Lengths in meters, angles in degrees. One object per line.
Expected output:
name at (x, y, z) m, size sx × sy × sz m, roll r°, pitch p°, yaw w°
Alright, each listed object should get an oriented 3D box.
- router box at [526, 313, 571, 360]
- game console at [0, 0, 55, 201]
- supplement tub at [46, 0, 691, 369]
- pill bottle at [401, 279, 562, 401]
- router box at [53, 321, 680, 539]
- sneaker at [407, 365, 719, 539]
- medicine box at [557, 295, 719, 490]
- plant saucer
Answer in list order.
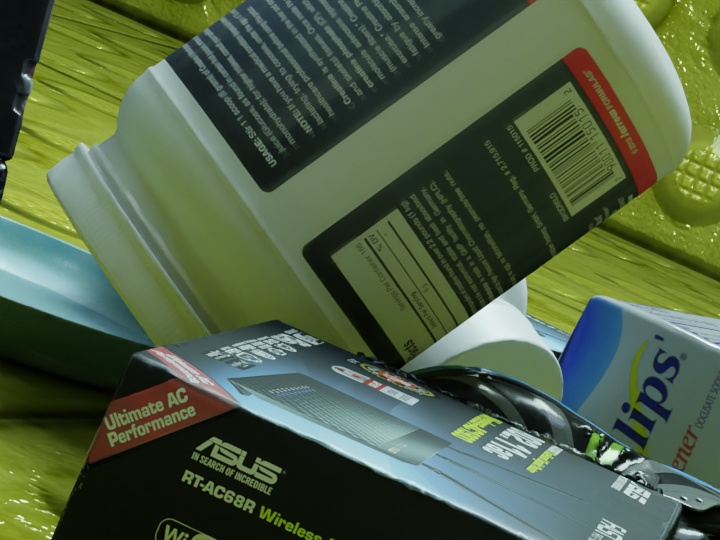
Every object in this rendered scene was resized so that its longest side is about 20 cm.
router box at (0.014, 0.029, 1.335) m, size 0.200 × 0.062 × 0.150 m, roll 27°, pitch 6°, yaw 36°
game console at (-0.221, -0.087, 1.048) m, size 0.200 × 0.119 × 0.172 m, roll 13°, pitch 13°, yaw -3°
supplement tub at (0.004, -0.043, 1.022) m, size 0.140 × 0.200 × 0.140 m, roll 54°, pitch -1°, yaw 1°
pill bottle at (0.000, 0.000, 1.183) m, size 0.112 × 0.112 × 0.200 m, roll 17°, pitch 24°, yaw -43°
router box at (0.010, 0.076, 0.848) m, size 0.150 × 0.062 × 0.200 m, roll 25°, pitch 6°, yaw 8°
sneaker at (0.080, 0.089, 1.020) m, size 0.199 × 0.071 × 0.083 m, roll 22°, pitch 3°, yaw -20°
medicine box at (0.192, 0.098, 1.196) m, size 0.200 × 0.103 × 0.182 m, roll 25°, pitch 7°, yaw 27°
plant saucer at (-0.140, 0.007, 1.142) m, size 0.200 × 0.027 × 0.200 m, roll 23°, pitch 7°, yaw -3°
